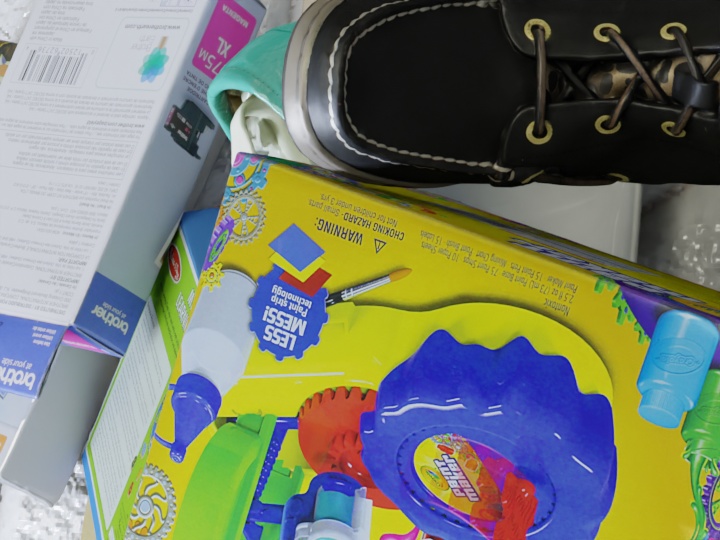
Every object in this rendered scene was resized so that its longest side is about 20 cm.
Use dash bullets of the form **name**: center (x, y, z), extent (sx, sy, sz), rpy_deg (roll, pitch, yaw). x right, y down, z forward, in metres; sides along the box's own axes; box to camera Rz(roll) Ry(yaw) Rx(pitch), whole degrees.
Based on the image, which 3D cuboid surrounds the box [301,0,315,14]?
- **box**: center (0.036, -0.148, 0.907), extent (0.095, 0.078, 0.201), rpy_deg (-12, 65, 36)

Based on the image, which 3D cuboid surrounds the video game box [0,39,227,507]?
- **video game box**: center (-0.171, -0.008, 1.027), extent (0.182, 0.047, 0.201), rpy_deg (15, 77, 39)

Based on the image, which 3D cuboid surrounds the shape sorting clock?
- **shape sorting clock**: center (-0.070, 0.060, 0.894), extent (0.200, 0.039, 0.201), rpy_deg (-163, 90, -72)

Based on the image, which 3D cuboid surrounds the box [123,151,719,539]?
- **box**: center (0.043, 0.087, 0.675), extent (0.199, 0.122, 0.193), rpy_deg (20, 96, 35)

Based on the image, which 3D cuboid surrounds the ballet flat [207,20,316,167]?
- **ballet flat**: center (0.000, 0.000, 0.812), extent (0.070, 0.067, 0.201), rpy_deg (-24, 74, -19)

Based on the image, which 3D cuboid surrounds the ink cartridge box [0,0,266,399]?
- **ink cartridge box**: center (-0.126, -0.037, 0.948), extent (0.119, 0.042, 0.201), rpy_deg (7, 68, 43)

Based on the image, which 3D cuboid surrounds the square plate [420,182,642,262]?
- **square plate**: center (0.029, 0.057, 0.863), extent (0.197, 0.028, 0.201), rpy_deg (-11, 66, 35)

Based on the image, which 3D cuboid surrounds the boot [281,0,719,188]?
- **boot**: center (0.092, -0.056, 0.658), extent (0.150, 0.199, 0.074), rpy_deg (8, 95, 51)
